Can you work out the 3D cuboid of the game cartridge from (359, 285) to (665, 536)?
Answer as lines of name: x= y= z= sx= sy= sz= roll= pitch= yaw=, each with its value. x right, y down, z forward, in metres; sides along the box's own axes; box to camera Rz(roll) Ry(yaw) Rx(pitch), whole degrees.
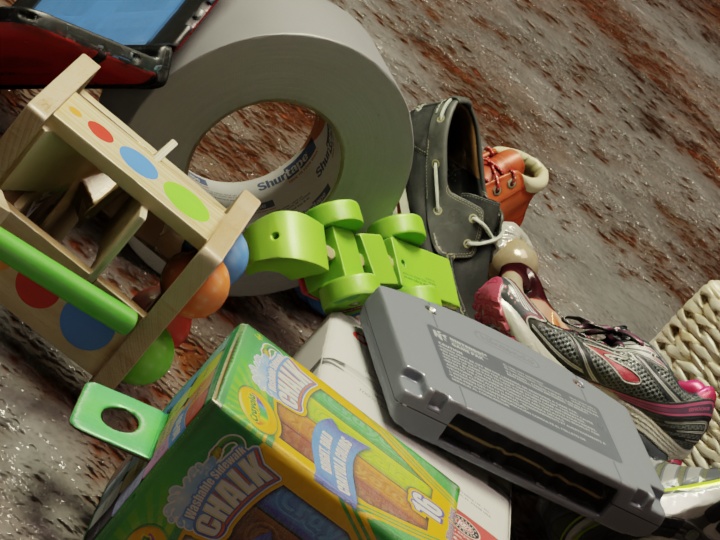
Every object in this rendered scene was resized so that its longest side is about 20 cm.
game cartridge: x=0.091 y=0.084 z=1.674 sx=0.200 sy=0.040 sz=0.133 roll=27 pitch=25 yaw=-23

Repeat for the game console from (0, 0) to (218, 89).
game console: x=-0.198 y=-0.177 z=1.705 sx=0.200 sy=0.119 sz=0.172 roll=3 pitch=-12 yaw=44

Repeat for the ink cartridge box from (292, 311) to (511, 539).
ink cartridge box: x=0.010 y=0.128 z=1.621 sx=0.147 sy=0.083 sz=0.200 roll=37 pitch=19 yaw=-9

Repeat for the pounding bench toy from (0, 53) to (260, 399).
pounding bench toy: x=-0.157 y=-0.006 z=1.538 sx=0.156 sy=0.124 sz=0.200 roll=40 pitch=19 yaw=-4

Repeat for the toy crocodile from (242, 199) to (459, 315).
toy crocodile: x=0.000 y=0.000 z=1.738 sx=0.200 sy=0.062 sz=0.068 roll=12 pitch=58 yaw=-57

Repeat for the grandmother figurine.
grandmother figurine: x=0.135 y=0.039 z=2.075 sx=0.121 sy=0.061 sz=0.200 roll=75 pitch=-5 yaw=-46

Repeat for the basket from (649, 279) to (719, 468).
basket: x=0.312 y=0.133 z=2.077 sx=0.198 sy=0.161 sz=0.200 roll=14 pitch=31 yaw=-51

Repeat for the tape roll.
tape roll: x=-0.069 y=-0.082 z=1.756 sx=0.200 sy=0.200 sz=0.066 roll=28 pitch=22 yaw=-33

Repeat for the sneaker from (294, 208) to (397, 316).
sneaker: x=-0.015 y=-0.012 z=1.935 sx=0.200 sy=0.076 sz=0.105 roll=-3 pitch=65 yaw=-64

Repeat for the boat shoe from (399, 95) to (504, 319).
boat shoe: x=0.073 y=-0.031 z=2.024 sx=0.072 sy=0.068 sz=0.200 roll=6 pitch=70 yaw=-60

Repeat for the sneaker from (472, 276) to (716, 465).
sneaker: x=0.159 y=0.063 z=1.885 sx=0.200 sy=0.075 sz=0.081 roll=37 pitch=-1 yaw=-24

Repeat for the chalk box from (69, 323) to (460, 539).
chalk box: x=-0.063 y=0.120 z=1.439 sx=0.200 sy=0.124 sz=0.124 roll=38 pitch=19 yaw=-9

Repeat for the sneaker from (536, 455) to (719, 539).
sneaker: x=0.203 y=0.145 z=1.751 sx=0.200 sy=0.074 sz=0.081 roll=-8 pitch=37 yaw=-28

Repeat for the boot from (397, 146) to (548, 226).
boot: x=0.074 y=-0.059 z=2.129 sx=0.075 sy=0.107 sz=0.200 roll=50 pitch=23 yaw=21
